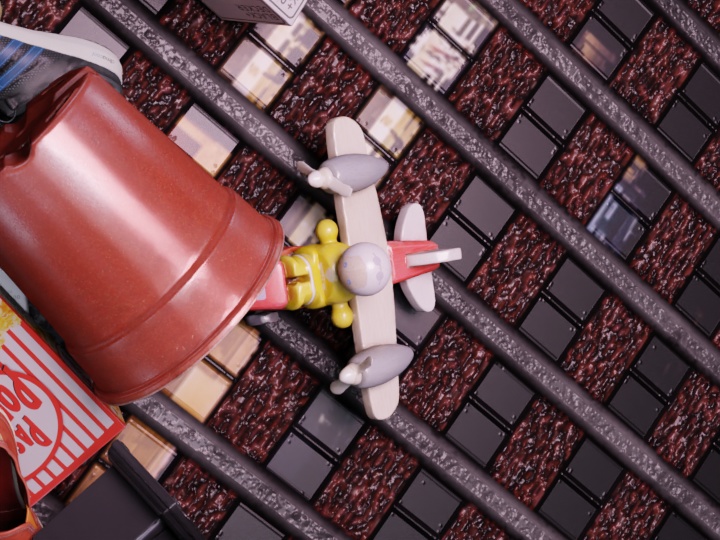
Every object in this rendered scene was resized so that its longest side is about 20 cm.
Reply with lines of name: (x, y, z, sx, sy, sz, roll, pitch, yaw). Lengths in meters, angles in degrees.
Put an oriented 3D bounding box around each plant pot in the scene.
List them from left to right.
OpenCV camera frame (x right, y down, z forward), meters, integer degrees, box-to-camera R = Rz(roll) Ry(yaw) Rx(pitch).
plant pot: (-0.195, -0.037, 0.977, 0.201, 0.200, 0.195, -48, 115, -13)

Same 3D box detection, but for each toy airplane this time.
toy airplane: (0.000, 0.000, 1.094, 0.200, 0.141, 0.200, 39, 78, -15)

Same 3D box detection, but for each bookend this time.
bookend: (-0.199, 0.275, 1.000, 0.199, 0.092, 0.201, -42, 137, -16)

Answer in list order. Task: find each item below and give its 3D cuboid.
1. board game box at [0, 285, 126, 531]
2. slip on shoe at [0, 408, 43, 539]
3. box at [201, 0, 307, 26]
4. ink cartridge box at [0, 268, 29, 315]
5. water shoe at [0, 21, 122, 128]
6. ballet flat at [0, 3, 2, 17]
board game box: (-0.306, 0.098, 0.998, 0.151, 0.046, 0.200, -40, 118, -3)
slip on shoe: (-0.281, 0.199, 0.985, 0.074, 0.061, 0.201, -13, 115, -18)
box: (-0.135, -0.282, 1.026, 0.200, 0.116, 0.060, 38, 77, -40)
ink cartridge box: (-0.331, -0.039, 1.026, 0.108, 0.050, 0.202, -5, 93, -19)
water shoe: (-0.289, -0.152, 1.021, 0.199, 0.072, 0.080, 3, 69, -20)
ballet flat: (-0.382, -0.231, 1.000, 0.199, 0.071, 0.071, 17, 84, -19)
